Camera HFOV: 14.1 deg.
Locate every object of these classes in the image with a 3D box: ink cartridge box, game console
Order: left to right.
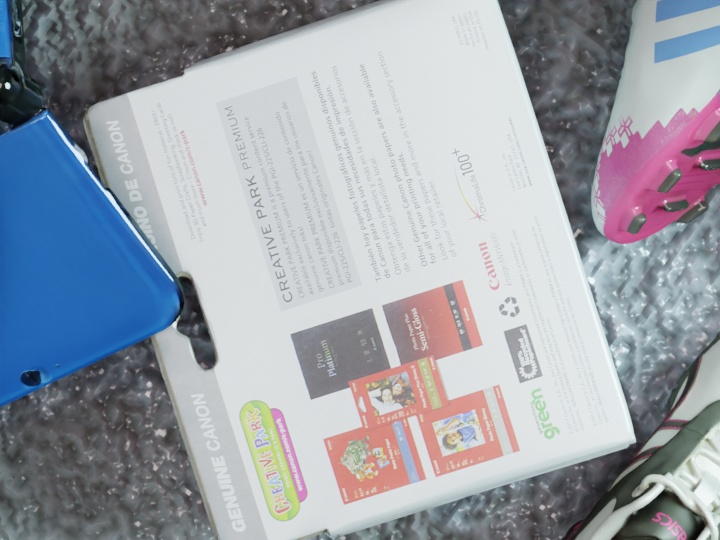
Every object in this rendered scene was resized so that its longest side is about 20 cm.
[{"bbox_3d":[-0.185,-0.039,1.192,0.200,0.118,0.171,-25,55,26],"label":"game console"},{"bbox_3d":[0.000,0.000,1.195,0.175,0.084,0.200,-17,88,3],"label":"ink cartridge box"}]

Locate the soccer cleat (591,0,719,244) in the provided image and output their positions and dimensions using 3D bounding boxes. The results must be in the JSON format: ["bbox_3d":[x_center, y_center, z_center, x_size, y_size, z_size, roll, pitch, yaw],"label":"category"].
[{"bbox_3d":[0.139,-0.100,1.178,0.086,0.070,0.200,51,132,25],"label":"soccer cleat"}]

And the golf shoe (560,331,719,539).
[{"bbox_3d":[0.143,0.092,1.190,0.077,0.088,0.200,40,88,3],"label":"golf shoe"}]
